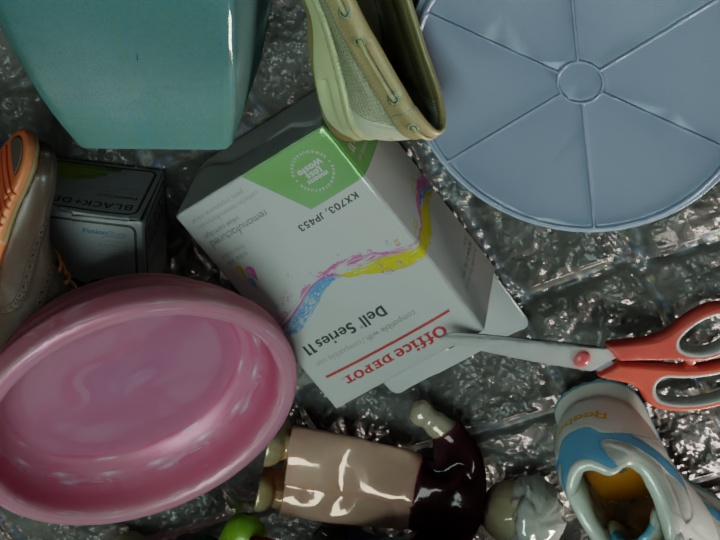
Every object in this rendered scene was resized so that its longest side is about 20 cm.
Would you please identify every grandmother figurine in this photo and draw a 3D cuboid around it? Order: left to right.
[{"bbox_3d":[0.036,0.139,1.265,0.198,0.061,0.122,13,120,0],"label":"grandmother figurine"}]

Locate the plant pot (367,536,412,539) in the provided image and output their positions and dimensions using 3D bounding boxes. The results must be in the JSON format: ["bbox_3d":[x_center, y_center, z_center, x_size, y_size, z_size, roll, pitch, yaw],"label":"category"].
[{"bbox_3d":[0.017,0.251,1.210,0.199,0.201,0.135,-19,113,22],"label":"plant pot"}]

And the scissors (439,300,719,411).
[{"bbox_3d":[0.141,0.058,1.170,0.198,0.014,0.074,-6,121,-15],"label":"scissors"}]

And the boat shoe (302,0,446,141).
[{"bbox_3d":[-0.001,-0.162,1.050,0.063,0.073,0.203,5,119,33],"label":"boat shoe"}]

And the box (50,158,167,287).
[{"bbox_3d":[-0.179,0.031,1.234,0.115,0.060,0.202,6,124,8],"label":"box"}]

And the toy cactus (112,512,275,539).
[{"bbox_3d":[-0.111,0.228,1.307,0.101,0.165,0.202,-8,124,-34],"label":"toy cactus"}]

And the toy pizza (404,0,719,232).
[{"bbox_3d":[0.123,-0.111,1.097,0.198,0.032,0.202,6,124,9],"label":"toy pizza"}]

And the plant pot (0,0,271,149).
[{"bbox_3d":[-0.117,-0.171,1.049,0.140,0.142,0.201,1,130,11],"label":"plant pot"}]

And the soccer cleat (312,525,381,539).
[{"bbox_3d":[-0.025,0.258,1.350,0.083,0.065,0.201,22,124,-6],"label":"soccer cleat"}]

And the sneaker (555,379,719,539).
[{"bbox_3d":[0.185,0.164,1.226,0.076,0.081,0.200,-32,113,26],"label":"sneaker"}]

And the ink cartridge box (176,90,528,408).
[{"bbox_3d":[0.000,0.000,1.172,0.117,0.068,0.200,-29,113,26],"label":"ink cartridge box"}]

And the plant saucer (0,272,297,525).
[{"bbox_3d":[-0.137,0.070,1.159,0.199,0.051,0.202,-15,142,-12],"label":"plant saucer"}]

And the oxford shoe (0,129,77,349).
[{"bbox_3d":[-0.193,0.004,1.153,0.072,0.072,0.201,6,130,-17],"label":"oxford shoe"}]
